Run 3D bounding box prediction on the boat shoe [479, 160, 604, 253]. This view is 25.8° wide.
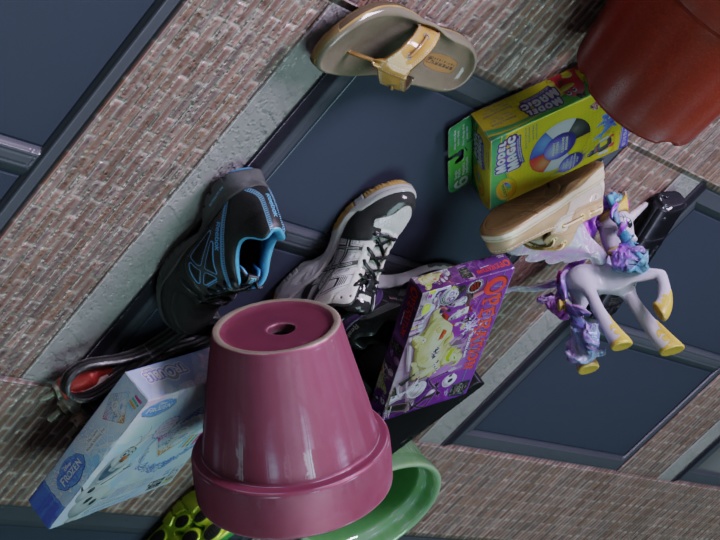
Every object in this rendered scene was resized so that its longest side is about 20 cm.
[{"bbox_3d":[0.201,-0.053,1.659,0.199,0.073,0.070,-31,114,-41],"label":"boat shoe"}]

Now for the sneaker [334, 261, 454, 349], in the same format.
[{"bbox_3d":[0.051,0.050,1.708,0.199,0.088,0.076,-7,139,-36],"label":"sneaker"}]

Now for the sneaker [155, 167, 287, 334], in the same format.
[{"bbox_3d":[-0.134,-0.001,1.484,0.073,0.082,0.201,-7,140,-38],"label":"sneaker"}]

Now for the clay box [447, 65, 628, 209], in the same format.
[{"bbox_3d":[0.184,-0.138,1.615,0.199,0.048,0.115,-26,148,-13],"label":"clay box"}]

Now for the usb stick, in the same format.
[{"bbox_3d":[0.335,-0.018,1.923,0.055,0.033,0.201,-14,143,-39],"label":"usb stick"}]

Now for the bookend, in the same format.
[{"bbox_3d":[0.009,0.119,1.759,0.198,0.092,0.200,-37,146,3],"label":"bookend"}]

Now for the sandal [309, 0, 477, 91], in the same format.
[{"bbox_3d":[0.042,-0.190,1.415,0.199,0.054,0.080,7,130,-46],"label":"sandal"}]

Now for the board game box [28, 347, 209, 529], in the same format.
[{"bbox_3d":[-0.217,0.164,1.612,0.199,0.043,0.199,-50,162,27],"label":"board game box"}]

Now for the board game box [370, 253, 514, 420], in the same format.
[{"bbox_3d":[0.084,0.072,1.661,0.119,0.032,0.201,-19,143,-32],"label":"board game box"}]

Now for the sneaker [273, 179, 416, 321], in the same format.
[{"bbox_3d":[0.000,0.000,1.599,0.075,0.088,0.200,15,123,-48],"label":"sneaker"}]

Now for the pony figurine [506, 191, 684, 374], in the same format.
[{"bbox_3d":[0.257,0.011,1.777,0.191,0.201,0.167,-12,152,-4],"label":"pony figurine"}]

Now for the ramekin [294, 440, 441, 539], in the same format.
[{"bbox_3d":[-0.009,0.266,1.930,0.199,0.098,0.201,-23,146,-17],"label":"ramekin"}]

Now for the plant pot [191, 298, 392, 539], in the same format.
[{"bbox_3d":[-0.073,0.134,1.533,0.199,0.200,0.181,-17,115,-24],"label":"plant pot"}]

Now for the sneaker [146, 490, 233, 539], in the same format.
[{"bbox_3d":[-0.196,0.319,1.865,0.200,0.075,0.083,-41,146,28],"label":"sneaker"}]

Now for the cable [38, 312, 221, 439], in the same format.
[{"bbox_3d":[-0.232,0.087,1.569,0.200,0.050,0.097,-40,142,-13],"label":"cable"}]

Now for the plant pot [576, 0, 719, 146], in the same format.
[{"bbox_3d":[0.317,-0.235,1.487,0.199,0.202,0.196,-5,146,-37],"label":"plant pot"}]
